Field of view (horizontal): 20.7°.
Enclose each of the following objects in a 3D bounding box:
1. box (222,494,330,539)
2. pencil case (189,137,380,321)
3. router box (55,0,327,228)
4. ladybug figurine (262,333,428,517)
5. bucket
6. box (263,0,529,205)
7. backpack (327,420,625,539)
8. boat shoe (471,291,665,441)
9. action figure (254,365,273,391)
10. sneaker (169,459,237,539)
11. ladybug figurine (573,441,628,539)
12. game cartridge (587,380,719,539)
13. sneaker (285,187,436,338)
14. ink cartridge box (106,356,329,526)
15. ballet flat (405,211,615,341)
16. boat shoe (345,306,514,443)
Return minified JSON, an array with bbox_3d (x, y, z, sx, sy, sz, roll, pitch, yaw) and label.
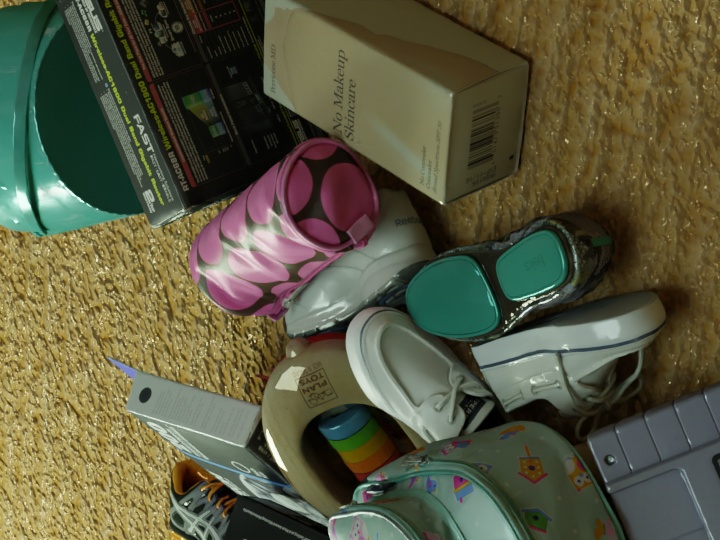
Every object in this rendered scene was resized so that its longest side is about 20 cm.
[{"bbox_3d":[-0.036,0.286,1.550,0.199,0.050,0.159,21,91,33],"label":"box"},{"bbox_3d":[-0.055,-0.026,1.483,0.094,0.090,0.200,56,152,1],"label":"pencil case"},{"bbox_3d":[-0.129,-0.152,1.537,0.062,0.149,0.201,-22,91,55],"label":"router box"},{"bbox_3d":[-0.001,0.120,1.533,0.135,0.072,0.201,-22,123,15],"label":"ladybug figurine"},{"bbox_3d":[-0.236,-0.132,1.655,0.134,0.206,0.209,-2,108,48],"label":"bucket"},{"bbox_3d":[0.022,-0.137,1.411,0.199,0.077,0.096,32,134,38],"label":"box"},{"bbox_3d":[0.084,0.198,1.332,0.200,0.153,0.177,-25,87,53],"label":"backpack"},{"bbox_3d":[0.151,0.073,1.365,0.201,0.074,0.087,-21,92,57],"label":"boat shoe"},{"bbox_3d":[-0.045,0.092,1.637,0.200,0.065,0.052,-28,90,56],"label":"action figure"},{"bbox_3d":[-0.120,0.225,1.801,0.199,0.078,0.078,7,110,51],"label":"sneaker"},{"bbox_3d":[0.180,0.186,1.391,0.136,0.072,0.200,56,143,14],"label":"ladybug figurine"},{"bbox_3d":[0.243,0.176,1.277,0.129,0.038,0.201,-23,91,17],"label":"game cartridge"},{"bbox_3d":[0.000,0.000,1.540,0.200,0.074,0.088,-33,65,52],"label":"sneaker"},{"bbox_3d":[-0.104,0.154,1.666,0.199,0.044,0.198,15,159,43],"label":"ink cartridge box"},{"bbox_3d":[0.111,0.005,1.384,0.200,0.072,0.073,-22,92,56],"label":"ballet flat"},{"bbox_3d":[0.072,0.101,1.450,0.200,0.074,0.065,44,158,-18],"label":"boat shoe"}]
